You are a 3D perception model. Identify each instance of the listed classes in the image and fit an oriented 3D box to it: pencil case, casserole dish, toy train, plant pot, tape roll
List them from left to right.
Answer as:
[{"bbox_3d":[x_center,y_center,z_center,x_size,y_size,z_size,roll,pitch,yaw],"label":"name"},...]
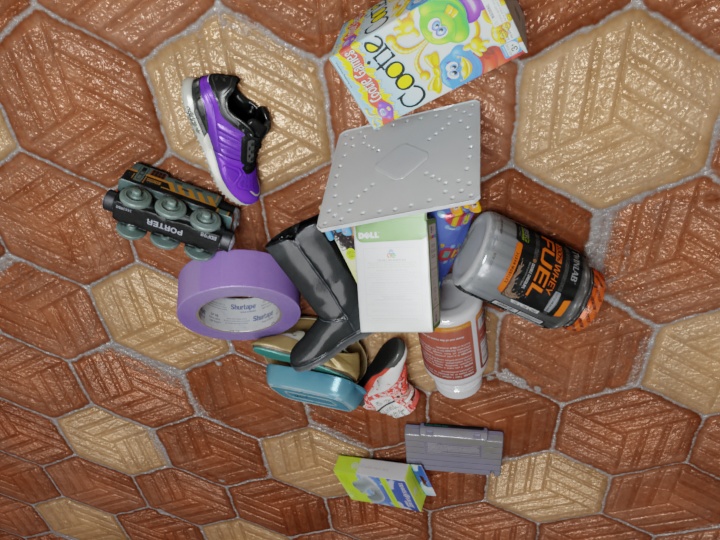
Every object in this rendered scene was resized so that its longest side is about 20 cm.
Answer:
[{"bbox_3d":[-0.276,-0.090,0.992,0.197,0.115,0.086,18,129,-6],"label":"toy train"},{"bbox_3d":[-0.196,0.045,1.079,0.196,0.067,0.201,-3,152,-2],"label":"tape roll"},{"bbox_3d":[-0.085,0.213,1.192,0.197,0.039,0.121,8,157,22],"label":"casserole dish"},{"bbox_3d":[-0.083,0.151,1.225,0.196,0.028,0.202,6,131,7],"label":"plant pot"},{"bbox_3d":[0.108,-0.052,0.969,0.077,0.087,0.202,-11,141,-28],"label":"pencil case"}]

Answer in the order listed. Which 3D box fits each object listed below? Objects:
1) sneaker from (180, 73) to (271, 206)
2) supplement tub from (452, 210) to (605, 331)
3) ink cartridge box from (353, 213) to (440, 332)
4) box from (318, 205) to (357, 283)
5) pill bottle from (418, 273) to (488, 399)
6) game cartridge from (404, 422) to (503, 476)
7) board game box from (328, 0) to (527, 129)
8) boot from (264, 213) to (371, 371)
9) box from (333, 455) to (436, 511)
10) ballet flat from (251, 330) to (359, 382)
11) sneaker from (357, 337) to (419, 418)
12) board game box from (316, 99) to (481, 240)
[{"bbox_3d":[-0.165,-0.179,0.919,0.098,0.070,0.202,-8,130,16],"label":"sneaker"},{"bbox_3d":[0.243,0.006,0.962,0.197,0.124,0.123,23,132,-10],"label":"supplement tub"},{"bbox_3d":[0.049,-0.020,0.896,0.102,0.059,0.204,-1,98,19],"label":"ink cartridge box"},{"bbox_3d":[0.019,-0.022,0.965,0.075,0.050,0.202,-29,90,25],"label":"box"},{"bbox_3d":[0.151,0.113,1.084,0.110,0.113,0.202,-2,131,14],"label":"pill bottle"},{"bbox_3d":[0.190,0.364,1.355,0.196,0.039,0.131,2,128,10],"label":"game cartridge"},{"bbox_3d":[0.078,-0.269,0.763,0.198,0.106,0.103,-22,124,27],"label":"board game box"},{"bbox_3d":[-0.081,0.037,0.993,0.163,0.066,0.201,-31,118,3],"label":"boot"},{"bbox_3d":[0.052,0.459,1.434,0.197,0.048,0.123,-1,132,29],"label":"box"},{"bbox_3d":[-0.091,0.140,1.156,0.197,0.064,0.069,22,157,-17],"label":"ballet flat"},{"bbox_3d":[0.069,0.200,1.211,0.107,0.068,0.202,23,135,-10],"label":"sneaker"},{"bbox_3d":[0.054,-0.127,0.829,0.197,0.202,0.026,-10,133,19],"label":"board game box"}]
